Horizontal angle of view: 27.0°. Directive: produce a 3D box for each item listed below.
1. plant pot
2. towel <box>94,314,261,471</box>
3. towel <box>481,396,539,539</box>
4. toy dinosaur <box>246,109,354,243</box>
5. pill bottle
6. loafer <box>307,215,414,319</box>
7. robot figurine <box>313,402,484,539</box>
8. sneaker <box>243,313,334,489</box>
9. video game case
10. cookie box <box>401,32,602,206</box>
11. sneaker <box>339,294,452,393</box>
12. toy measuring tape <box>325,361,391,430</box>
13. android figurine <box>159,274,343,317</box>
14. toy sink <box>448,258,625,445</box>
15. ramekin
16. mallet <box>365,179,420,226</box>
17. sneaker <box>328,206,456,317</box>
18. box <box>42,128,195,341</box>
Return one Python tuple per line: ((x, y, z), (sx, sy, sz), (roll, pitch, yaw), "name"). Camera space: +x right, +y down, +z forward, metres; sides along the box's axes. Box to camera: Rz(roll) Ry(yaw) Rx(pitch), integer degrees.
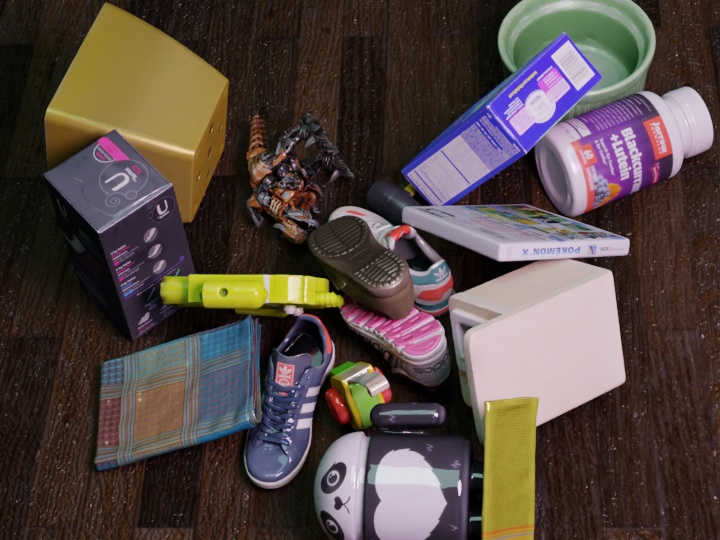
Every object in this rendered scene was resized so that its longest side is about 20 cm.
((-0.265, -0.172, 1.847), (0.174, 0.201, 0.202), (16, 54, 4), "plant pot")
((-0.202, 0.135, 1.661), (0.198, 0.022, 0.148), (-17, 49, 14), "towel")
((0.148, 0.228, 1.484), (0.018, 0.086, 0.203), (2, 92, 38), "towel")
((-0.093, -0.125, 1.852), (0.135, 0.102, 0.201), (-34, 73, 5), "toy dinosaur")
((0.320, -0.150, 1.816), (0.198, 0.112, 0.112), (-22, 52, -12), "pill bottle")
((0.000, 0.000, 1.684), (0.075, 0.068, 0.200), (-26, 31, -11), "loafer")
((0.051, 0.228, 1.531), (0.197, 0.126, 0.152), (3, 52, 6), "robot figurine")
((-0.082, 0.136, 1.640), (0.074, 0.085, 0.202), (9, 57, 11), "sneaker")
((0.173, -0.045, 1.702), (0.180, 0.022, 0.199), (-3, 15, -31), "video game case")
((0.165, -0.172, 1.780), (0.075, 0.200, 0.171), (49, 57, -5), "cookie box")
((0.042, 0.078, 1.690), (0.073, 0.088, 0.199), (-33, 33, -16), "sneaker")
((0.007, 0.138, 1.596), (0.072, 0.200, 0.075), (0, 91, -13), "toy measuring tape")
((-0.119, 0.028, 1.685), (0.197, 0.182, 0.042), (2, 85, 7), "android figurine")
((0.167, 0.082, 1.592), (0.198, 0.132, 0.112), (-22, 22, -29), "toy sink")
((0.274, -0.261, 1.918), (0.197, 0.098, 0.202), (-3, 51, 4), "ramekin")
((0.083, -0.129, 1.874), (0.065, 0.041, 0.200), (27, 55, 20), "mallet")
((0.037, -0.033, 1.761), (0.070, 0.094, 0.199), (-35, 57, -22), "sneaker")
((-0.271, -0.038, 1.726), (0.106, 0.201, 0.122), (-35, 57, -21), "box")
